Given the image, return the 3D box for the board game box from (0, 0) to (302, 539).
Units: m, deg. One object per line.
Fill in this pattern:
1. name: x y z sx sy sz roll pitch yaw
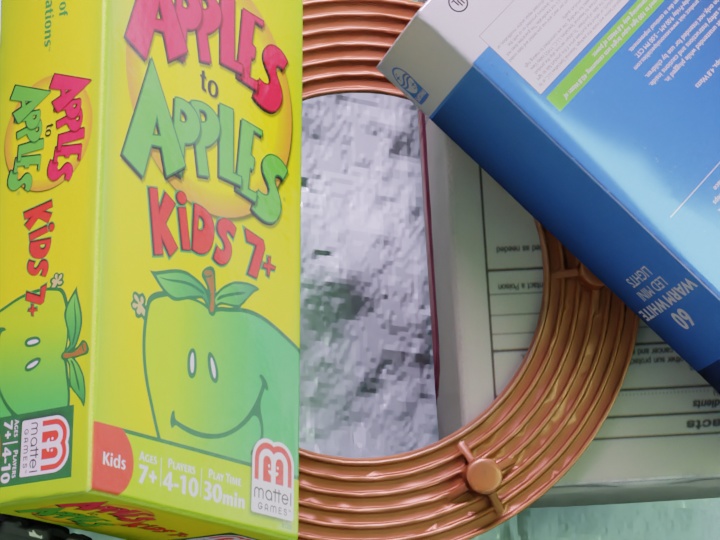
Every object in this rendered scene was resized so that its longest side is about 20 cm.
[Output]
1. board game box: -0.067 -0.017 0.823 0.102 0.048 0.200 21 64 -50

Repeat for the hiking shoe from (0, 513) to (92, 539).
1. hiking shoe: -0.138 0.120 0.800 0.200 0.076 0.101 20 85 -35

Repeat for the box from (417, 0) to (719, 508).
1. box: 0.090 -0.013 0.965 0.128 0.109 0.200 -2 81 -4

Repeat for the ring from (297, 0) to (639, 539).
1. ring: 0.000 0.000 0.893 0.200 0.019 0.201 1 81 -4

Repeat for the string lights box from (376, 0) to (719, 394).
1. string lights box: 0.115 -0.042 0.877 0.200 0.059 0.103 44 69 0
